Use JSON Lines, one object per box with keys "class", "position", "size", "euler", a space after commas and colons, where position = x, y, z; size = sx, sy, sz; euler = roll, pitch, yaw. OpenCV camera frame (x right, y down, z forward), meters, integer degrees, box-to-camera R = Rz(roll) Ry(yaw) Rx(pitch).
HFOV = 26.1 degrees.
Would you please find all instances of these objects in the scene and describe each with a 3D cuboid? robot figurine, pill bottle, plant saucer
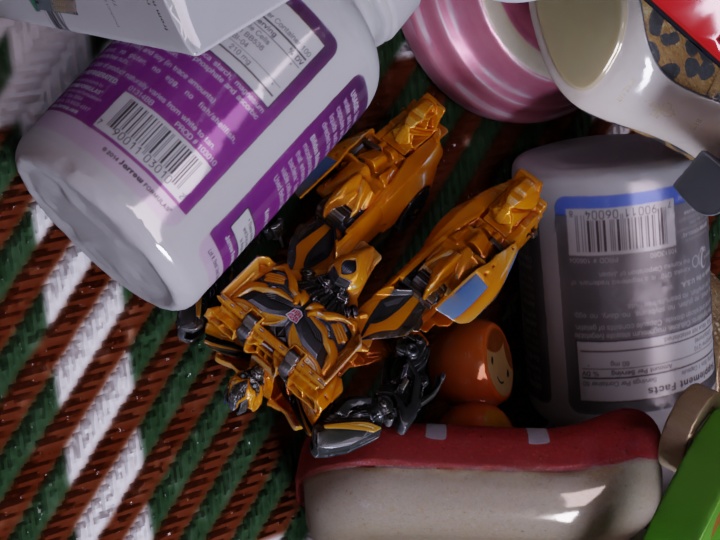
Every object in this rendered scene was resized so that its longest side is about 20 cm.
{"class": "robot figurine", "position": [0.000, 0.000, 0.803], "size": [0.200, 0.145, 0.058], "euler": [-44, 164, -30]}
{"class": "pill bottle", "position": [0.151, 0.028, 0.918], "size": [0.113, 0.113, 0.202], "euler": [-15, 107, -32]}
{"class": "pill bottle", "position": [-0.061, -0.088, 0.746], "size": [0.200, 0.112, 0.113], "euler": [-49, 122, -18]}
{"class": "plant saucer", "position": [0.107, -0.184, 0.887], "size": [0.199, 0.051, 0.203], "euler": [-7, 102, -34]}

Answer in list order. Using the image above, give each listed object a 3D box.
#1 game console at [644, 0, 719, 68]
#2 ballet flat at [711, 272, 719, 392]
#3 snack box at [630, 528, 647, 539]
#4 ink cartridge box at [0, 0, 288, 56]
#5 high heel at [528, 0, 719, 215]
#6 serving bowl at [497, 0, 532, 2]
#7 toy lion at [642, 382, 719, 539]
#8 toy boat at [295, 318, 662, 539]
{"class": "game console", "position": [0.158, -0.157, 0.785], "size": [0.199, 0.178, 0.031], "euler": [36, 113, -24]}
{"class": "ballet flat", "position": [0.238, 0.078, 0.975], "size": [0.064, 0.071, 0.202], "euler": [-8, 72, 4]}
{"class": "snack box", "position": [0.077, 0.183, 0.892], "size": [0.198, 0.116, 0.038], "euler": [-13, 106, -33]}
{"class": "ink cartridge box", "position": [-0.080, -0.169, 0.664], "size": [0.146, 0.199, 0.085], "euler": [-35, 120, -24]}
{"class": "high heel", "position": [0.171, -0.117, 0.854], "size": [0.142, 0.071, 0.201], "euler": [-14, 66, -51]}
{"class": "serving bowl", "position": [0.029, -0.208, 0.731], "size": [0.065, 0.201, 0.201], "euler": [-29, 119, 9]}
{"class": "toy lion", "position": [0.170, 0.184, 0.813], "size": [0.193, 0.068, 0.200], "euler": [-57, 150, -18]}
{"class": "toy boat", "position": [0.064, 0.090, 0.845], "size": [0.197, 0.131, 0.132], "euler": [2, 68, -2]}
